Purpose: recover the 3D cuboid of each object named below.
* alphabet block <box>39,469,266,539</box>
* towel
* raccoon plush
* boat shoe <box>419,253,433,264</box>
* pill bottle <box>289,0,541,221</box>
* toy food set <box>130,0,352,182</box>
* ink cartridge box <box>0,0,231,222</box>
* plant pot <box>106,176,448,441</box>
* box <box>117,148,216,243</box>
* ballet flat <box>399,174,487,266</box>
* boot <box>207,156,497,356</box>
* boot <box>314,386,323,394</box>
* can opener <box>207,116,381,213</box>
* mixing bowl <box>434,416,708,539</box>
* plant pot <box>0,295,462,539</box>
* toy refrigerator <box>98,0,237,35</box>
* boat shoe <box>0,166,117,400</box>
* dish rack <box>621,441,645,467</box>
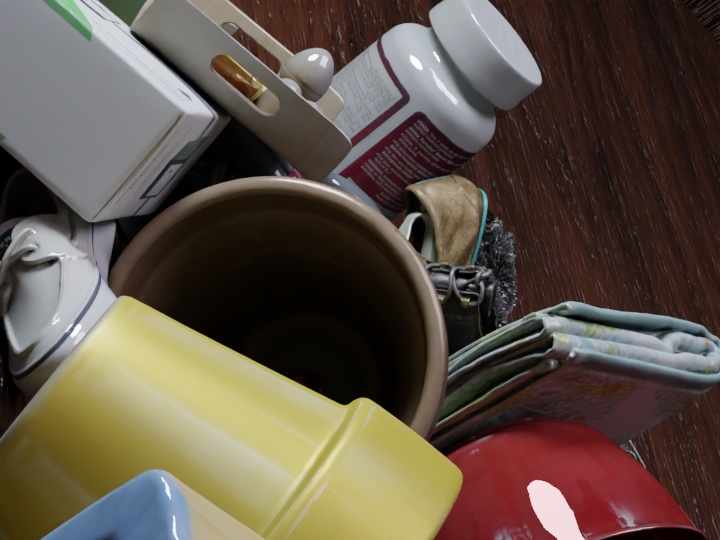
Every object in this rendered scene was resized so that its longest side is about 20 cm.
[{"bbox_3d":[-0.076,0.236,1.086,0.200,0.195,0.196,38,27,-40],"label":"alphabet block"},{"bbox_3d":[0.118,0.081,1.681,0.200,0.171,0.048,13,52,-50],"label":"towel"},{"bbox_3d":[0.085,0.039,2.006,0.200,0.097,0.134,48,27,-22],"label":"raccoon plush"},{"bbox_3d":[0.011,0.010,1.815,0.072,0.072,0.200,15,20,-31],"label":"boat shoe"},{"bbox_3d":[0.027,-0.108,1.914,0.110,0.200,0.110,46,18,-19],"label":"pill bottle"},{"bbox_3d":[-0.065,-0.129,1.619,0.143,0.060,0.200,40,6,-8],"label":"toy food set"},{"bbox_3d":[-0.163,-0.105,1.513,0.146,0.084,0.200,41,5,1],"label":"ink cartridge box"},{"bbox_3d":[-0.040,0.059,1.529,0.200,0.200,0.175,60,2,13],"label":"plant pot"},{"bbox_3d":[-0.115,-0.073,1.746,0.158,0.048,0.200,60,18,14],"label":"box"},{"bbox_3d":[0.043,0.030,1.880,0.072,0.200,0.068,7,0,-26],"label":"ballet flat"},{"bbox_3d":[0.000,0.000,1.641,0.200,0.174,0.069,64,37,-55],"label":"boot"},{"bbox_3d":[0.028,0.117,1.759,0.107,0.075,0.200,62,26,7],"label":"boot"},{"bbox_3d":[-0.055,-0.073,1.728,0.200,0.066,0.053,48,21,-9],"label":"can opener"},{"bbox_3d":[0.103,0.160,1.642,0.200,0.200,0.108,25,38,-58],"label":"mixing bowl"},{"bbox_3d":[-0.082,0.118,1.296,0.189,0.201,0.201,40,19,-2],"label":"plant pot"},{"bbox_3d":[-0.169,-0.187,1.765,0.200,0.076,0.070,20,39,-62],"label":"toy refrigerator"},{"bbox_3d":[-0.173,0.000,1.441,0.066,0.072,0.200,43,20,-21],"label":"boat shoe"},{"bbox_3d":[0.163,0.139,2.024,0.153,0.055,0.200,59,32,5],"label":"dish rack"}]
